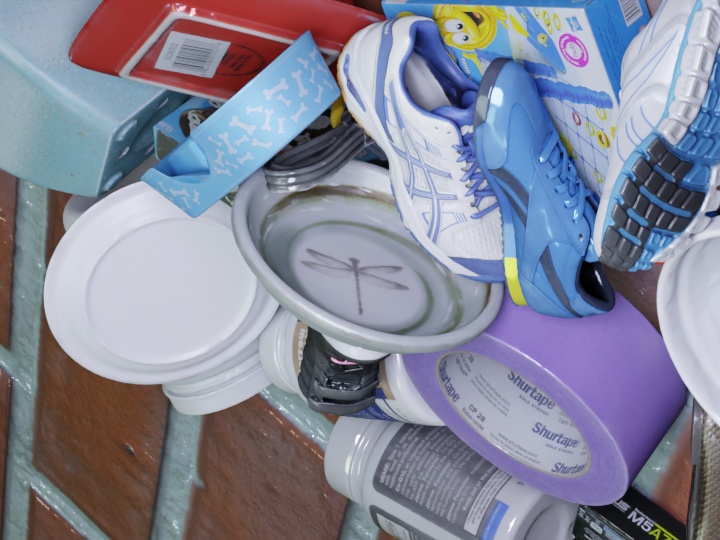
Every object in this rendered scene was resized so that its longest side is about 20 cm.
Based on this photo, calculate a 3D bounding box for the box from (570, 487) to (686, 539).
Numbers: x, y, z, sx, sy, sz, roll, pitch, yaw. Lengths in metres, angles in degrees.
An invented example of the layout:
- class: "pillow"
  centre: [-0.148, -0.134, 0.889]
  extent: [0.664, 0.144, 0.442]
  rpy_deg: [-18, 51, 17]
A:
- class: "box"
  centre: [0.248, 0.281, 1.924]
  extent: [0.200, 0.047, 0.194]
  rpy_deg: [35, 148, 23]

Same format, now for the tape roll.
- class: "tape roll"
  centre: [0.133, 0.075, 1.778]
  extent: [0.199, 0.085, 0.200]
  rpy_deg: [31, 156, 15]

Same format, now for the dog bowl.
- class: "dog bowl"
  centre: [-0.081, -0.096, 1.691]
  extent: [0.050, 0.111, 0.200]
  rpy_deg: [49, 150, -6]

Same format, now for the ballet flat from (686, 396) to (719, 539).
- class: "ballet flat"
  centre: [0.261, 0.173, 1.768]
  extent: [0.046, 0.068, 0.201]
  rpy_deg: [1, 119, 6]

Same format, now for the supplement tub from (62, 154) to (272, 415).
- class: "supplement tub"
  centre: [-0.147, 0.005, 2.049]
  extent: [0.145, 0.145, 0.201]
  rpy_deg: [2, 125, 52]

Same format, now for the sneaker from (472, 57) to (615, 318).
- class: "sneaker"
  centre: [0.128, -0.053, 1.607]
  extent: [0.078, 0.066, 0.201]
  rpy_deg: [10, 132, 32]

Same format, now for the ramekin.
- class: "ramekin"
  centre: [0.297, 0.029, 1.536]
  extent: [0.200, 0.105, 0.201]
  rpy_deg: [33, 146, 27]

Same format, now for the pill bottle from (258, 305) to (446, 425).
- class: "pill bottle"
  centre: [0.009, 0.063, 1.939]
  extent: [0.199, 0.111, 0.111]
  rpy_deg: [1, 124, 52]

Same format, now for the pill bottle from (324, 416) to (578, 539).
- class: "pill bottle"
  centre: [0.073, 0.177, 1.976]
  extent: [0.199, 0.114, 0.114]
  rpy_deg: [27, 142, 34]

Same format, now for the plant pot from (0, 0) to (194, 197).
- class: "plant pot"
  centre: [-0.225, -0.178, 1.899]
  extent: [0.200, 0.196, 0.196]
  rpy_deg: [43, 152, 10]

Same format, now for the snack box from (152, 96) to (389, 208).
- class: "snack box"
  centre: [-0.049, -0.081, 1.858]
  extent: [0.199, 0.116, 0.037]
  rpy_deg: [33, 144, 26]

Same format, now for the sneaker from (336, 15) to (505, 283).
- class: "sneaker"
  centre: [0.060, -0.080, 1.649]
  extent: [0.201, 0.075, 0.088]
  rpy_deg: [56, 149, -9]

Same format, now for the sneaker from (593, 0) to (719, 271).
- class: "sneaker"
  centre: [0.188, -0.096, 1.504]
  extent: [0.075, 0.201, 0.087]
  rpy_deg: [25, 179, -36]

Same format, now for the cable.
- class: "cable"
  centre: [0.002, -0.090, 1.714]
  extent: [0.096, 0.200, 0.051]
  rpy_deg: [5, 121, 19]

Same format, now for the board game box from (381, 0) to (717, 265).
- class: "board game box"
  centre: [0.129, -0.108, 1.656]
  extent: [0.195, 0.056, 0.201]
  rpy_deg: [8, 129, 48]

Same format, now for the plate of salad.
- class: "plate of salad"
  centre: [-0.155, 0.004, 1.935]
  extent: [0.048, 0.199, 0.201]
  rpy_deg: [-116, 11, -52]

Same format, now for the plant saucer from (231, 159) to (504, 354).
- class: "plant saucer"
  centre: [0.000, 0.000, 1.688]
  extent: [0.200, 0.200, 0.050]
  rpy_deg: [38, 127, 20]

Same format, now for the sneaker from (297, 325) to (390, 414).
- class: "sneaker"
  centre: [-0.004, 0.066, 1.776]
  extent: [0.200, 0.070, 0.100]
  rpy_deg: [-118, 32, -76]

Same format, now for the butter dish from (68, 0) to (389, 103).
- class: "butter dish"
  centre: [-0.091, -0.214, 1.761]
  extent: [0.198, 0.149, 0.200]
  rpy_deg: [11, 160, -21]
